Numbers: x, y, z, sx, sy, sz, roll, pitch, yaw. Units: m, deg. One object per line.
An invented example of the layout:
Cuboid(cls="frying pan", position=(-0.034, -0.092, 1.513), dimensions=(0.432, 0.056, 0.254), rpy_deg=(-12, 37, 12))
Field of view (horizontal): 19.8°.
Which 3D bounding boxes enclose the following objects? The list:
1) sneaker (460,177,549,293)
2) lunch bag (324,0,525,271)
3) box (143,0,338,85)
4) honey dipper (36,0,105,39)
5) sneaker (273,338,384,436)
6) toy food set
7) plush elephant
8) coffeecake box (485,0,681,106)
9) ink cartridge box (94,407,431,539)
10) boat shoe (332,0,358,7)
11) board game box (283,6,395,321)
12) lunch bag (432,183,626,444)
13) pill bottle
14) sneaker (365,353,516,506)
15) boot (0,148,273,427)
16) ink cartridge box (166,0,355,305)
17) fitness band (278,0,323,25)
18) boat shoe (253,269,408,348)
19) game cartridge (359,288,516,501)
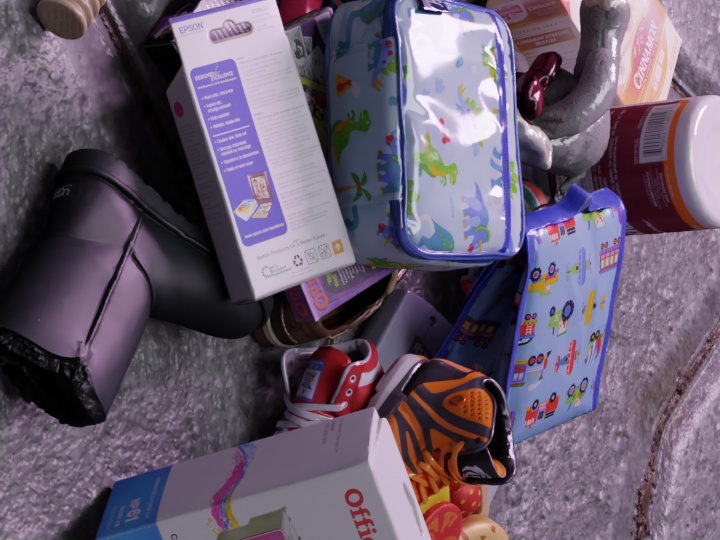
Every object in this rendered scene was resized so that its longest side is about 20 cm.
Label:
Cuboid(cls="sneaker", position=(0.128, 0.026, 1.772), dimensions=(0.093, 0.070, 0.200), rpy_deg=(-20, 104, -34))
Cuboid(cls="lunch bag", position=(0.051, -0.101, 1.510), dimensions=(0.161, 0.082, 0.200), rpy_deg=(6, 80, -51))
Cuboid(cls="box", position=(-0.072, -0.184, 1.558), dimensions=(0.143, 0.036, 0.200), rpy_deg=(56, 49, -33))
Cuboid(cls="honey dipper", position=(-0.168, -0.243, 1.446), dimensions=(0.038, 0.038, 0.200), rpy_deg=(52, 47, -34))
Cuboid(cls="sneaker", position=(-0.044, 0.129, 1.517), dimensions=(0.200, 0.071, 0.113), rpy_deg=(-44, 131, -40))
Cuboid(cls="toy food set", position=(0.044, 0.230, 1.606), dimensions=(0.198, 0.049, 0.200), rpy_deg=(-37, 138, -34))
Cuboid(cls="plush elephant", position=(0.121, -0.130, 1.688), dimensions=(0.155, 0.165, 0.200), rpy_deg=(9, 73, -43))
Cuboid(cls="coffeecake box", position=(0.205, -0.222, 1.859), dimensions=(0.200, 0.073, 0.154), rpy_deg=(53, 42, -34))
Cuboid(cls="ink cartridge box", position=(-0.058, 0.196, 1.401), dimensions=(0.085, 0.200, 0.145), rpy_deg=(-82, 153, -68))
Cuboid(cls="boat shoe", position=(0.024, -0.217, 1.552), dimensions=(0.200, 0.062, 0.073), rpy_deg=(30, 63, -44))
Cuboid(cls="board game box", position=(-0.035, -0.077, 1.502), dimensions=(0.120, 0.032, 0.200), rpy_deg=(-33, 108, -39))
Cuboid(cls="lunch bag", position=(0.145, 0.026, 1.638), dimensions=(0.151, 0.094, 0.200), rpy_deg=(-16, 132, -50))
Cuboid(cls="pill bottle", position=(0.227, -0.086, 1.787), dimensions=(0.114, 0.200, 0.114), rpy_deg=(5, 83, -50))
Cuboid(cls="sneaker", position=(0.041, 0.148, 1.484), dimensions=(0.200, 0.112, 0.078), rpy_deg=(-61, 144, -25))
Cuboid(cls="boot", position=(-0.159, 0.038, 1.396), dimensions=(0.200, 0.076, 0.168), rpy_deg=(43, 53, -34))
Cuboid(cls="ink cartridge box", position=(-0.074, -0.084, 1.427), dimensions=(0.095, 0.037, 0.200), rpy_deg=(-20, 97, -38))
Cuboid(cls="fitness band", position=(0.005, -0.187, 1.602), dimensions=(0.200, 0.037, 0.144), rpy_deg=(-50, 122, -43))
Cuboid(cls="boat shoe", position=(0.002, 0.006, 1.600), dimensions=(0.202, 0.075, 0.075), rpy_deg=(-40, 117, -45))
Cuboid(cls="game cartridge", position=(0.056, 0.117, 1.690), dimensions=(0.200, 0.042, 0.133), rpy_deg=(55, 44, -32))
